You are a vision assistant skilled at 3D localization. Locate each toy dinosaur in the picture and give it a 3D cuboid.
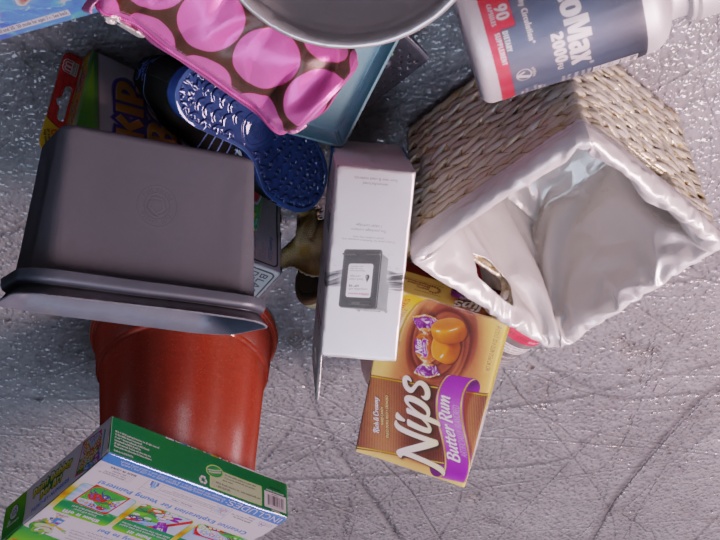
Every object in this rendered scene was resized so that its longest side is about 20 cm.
[{"bbox_3d":[-0.045,-0.030,1.222,0.199,0.102,0.058,-21,137,19],"label":"toy dinosaur"}]

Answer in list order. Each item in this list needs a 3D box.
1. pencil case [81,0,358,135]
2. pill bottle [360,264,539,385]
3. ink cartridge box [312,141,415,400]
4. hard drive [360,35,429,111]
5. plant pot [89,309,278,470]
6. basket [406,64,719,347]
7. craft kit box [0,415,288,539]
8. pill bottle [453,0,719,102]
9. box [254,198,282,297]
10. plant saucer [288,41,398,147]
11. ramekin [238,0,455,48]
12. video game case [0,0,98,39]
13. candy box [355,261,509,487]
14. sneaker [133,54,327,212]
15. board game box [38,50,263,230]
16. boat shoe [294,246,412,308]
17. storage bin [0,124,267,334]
[{"bbox_3d":[-0.100,-0.177,0.976,0.199,0.094,0.091,32,171,-21],"label":"pencil case"},{"bbox_3d":[0.096,0.061,1.332,0.110,0.111,0.200,30,129,-33],"label":"pill bottle"},{"bbox_3d":[0.000,0.000,1.123,0.066,0.116,0.202,4,106,-5],"label":"ink cartridge box"},{"bbox_3d":[-0.055,-0.198,1.071,0.199,0.043,0.135,31,129,-34],"label":"hard drive"},{"bbox_3d":[-0.181,0.146,1.344,0.199,0.196,0.202,-2,140,-2],"label":"plant pot"},{"bbox_3d":[0.167,-0.071,1.146,0.198,0.162,0.200,31,128,-33],"label":"basket"},{"bbox_3d":[-0.204,0.231,1.259,0.199,0.049,0.197,27,128,-31],"label":"craft kit box"},{"bbox_3d":[0.172,-0.212,1.009,0.198,0.120,0.120,-17,138,6],"label":"pill bottle"},{"bbox_3d":[-0.168,-0.055,1.173,0.199,0.117,0.060,20,134,-27],"label":"box"},{"bbox_3d":[-0.005,-0.186,1.043,0.069,0.019,0.201,12,127,-24],"label":"plant saucer"},{"bbox_3d":[-0.006,-0.264,0.909,0.198,0.105,0.202,2,117,3],"label":"ramekin"},{"bbox_3d":[-0.275,-0.259,0.983,0.198,0.046,0.182,-13,138,11],"label":"video game case"},{"bbox_3d":[0.069,0.100,1.263,0.116,0.057,0.201,17,122,9],"label":"candy box"},{"bbox_3d":[-0.106,-0.119,1.114,0.070,0.078,0.200,-57,136,-7],"label":"sneaker"},{"bbox_3d":[-0.168,-0.109,1.125,0.199,0.096,0.030,22,153,-26],"label":"board game box"},{"bbox_3d":[0.025,-0.018,1.272,0.199,0.072,0.076,-33,143,30],"label":"boat shoe"},{"bbox_3d":[-0.175,-0.028,1.045,0.198,0.136,0.145,9,170,-23],"label":"storage bin"}]
